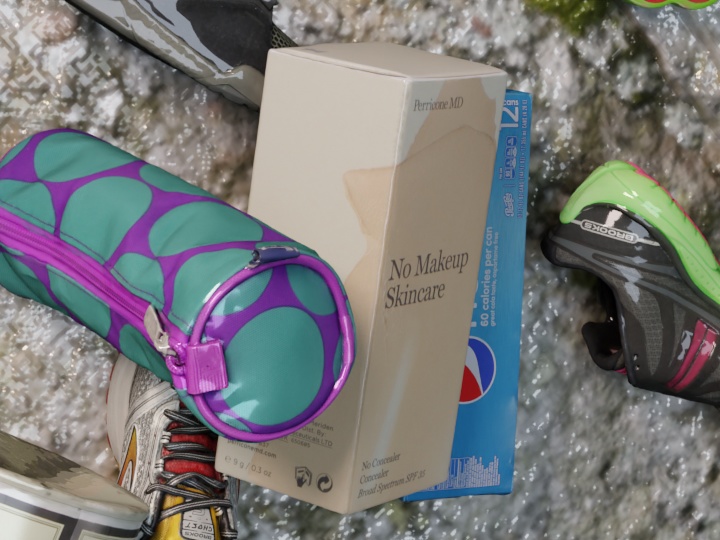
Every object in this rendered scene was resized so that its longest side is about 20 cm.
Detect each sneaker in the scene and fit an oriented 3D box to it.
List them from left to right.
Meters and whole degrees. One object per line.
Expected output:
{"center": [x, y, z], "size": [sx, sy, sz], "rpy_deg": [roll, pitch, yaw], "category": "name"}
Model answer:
{"center": [-0.081, 0.103, 1.117], "size": [0.078, 0.082, 0.200], "rpy_deg": [9, 94, -24], "category": "sneaker"}
{"center": [-0.070, -0.147, 1.085], "size": [0.199, 0.076, 0.114], "rpy_deg": [34, 91, -19], "category": "sneaker"}
{"center": [0.163, 0.032, 1.228], "size": [0.084, 0.077, 0.200], "rpy_deg": [-38, 109, 5], "category": "sneaker"}

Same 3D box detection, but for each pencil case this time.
{"center": [-0.091, 0.002, 1.032], "size": [0.092, 0.200, 0.085], "rpy_deg": [-2, 109, -38], "category": "pencil case"}

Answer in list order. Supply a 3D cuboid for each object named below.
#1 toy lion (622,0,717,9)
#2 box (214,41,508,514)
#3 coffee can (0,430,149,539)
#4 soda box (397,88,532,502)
{"center": [0.148, -0.236, 1.179], "size": [0.200, 0.069, 0.192], "rpy_deg": [30, 94, -24], "category": "toy lion"}
{"center": [0.000, 0.000, 1.077], "size": [0.095, 0.078, 0.200], "rpy_deg": [-13, 114, -55], "category": "box"}
{"center": [-0.197, 0.171, 1.043], "size": [0.146, 0.146, 0.200], "rpy_deg": [23, 89, -25], "category": "coffee can"}
{"center": [0.037, 0.009, 1.161], "size": [0.064, 0.068, 0.200], "rpy_deg": [-1, 99, -26], "category": "soda box"}
